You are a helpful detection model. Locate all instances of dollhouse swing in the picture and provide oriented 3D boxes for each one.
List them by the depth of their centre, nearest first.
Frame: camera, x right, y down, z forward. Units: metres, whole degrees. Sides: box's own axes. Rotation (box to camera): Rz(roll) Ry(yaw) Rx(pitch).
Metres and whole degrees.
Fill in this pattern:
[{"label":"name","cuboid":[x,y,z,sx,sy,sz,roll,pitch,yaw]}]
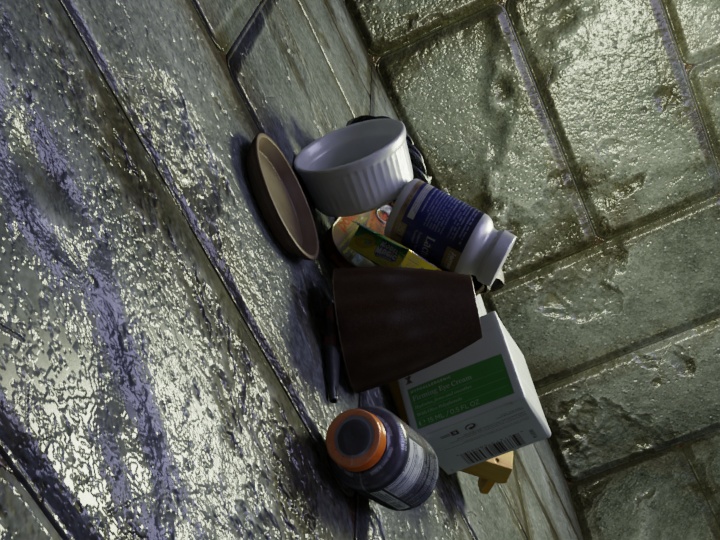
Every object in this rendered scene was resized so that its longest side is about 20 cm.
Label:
[{"label":"dollhouse swing","cuboid":[0.207,0.309,1.903,0.181,0.176,0.201,19,53,-17]}]

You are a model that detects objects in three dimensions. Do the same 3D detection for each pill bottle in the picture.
[{"label":"pill bottle","cuboid":[0.024,0.233,1.246,0.200,0.106,0.107,49,22,-59]},{"label":"pill bottle","cuboid":[0.149,-0.060,1.639,0.199,0.116,0.116,28,6,11]}]

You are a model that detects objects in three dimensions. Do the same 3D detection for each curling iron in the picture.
[{"label":"curling iron","cuboid":[-0.036,0.114,1.400,0.201,0.025,0.050,-95,162,-56]}]

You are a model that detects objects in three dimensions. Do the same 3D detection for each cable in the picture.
[{"label":"cable","cuboid":[0.057,-0.196,1.804,0.200,0.163,0.051,43,52,9]}]

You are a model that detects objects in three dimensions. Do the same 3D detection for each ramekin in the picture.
[{"label":"ramekin","cuboid":[-0.006,-0.173,1.691,0.201,0.199,0.098,-89,160,-64]}]

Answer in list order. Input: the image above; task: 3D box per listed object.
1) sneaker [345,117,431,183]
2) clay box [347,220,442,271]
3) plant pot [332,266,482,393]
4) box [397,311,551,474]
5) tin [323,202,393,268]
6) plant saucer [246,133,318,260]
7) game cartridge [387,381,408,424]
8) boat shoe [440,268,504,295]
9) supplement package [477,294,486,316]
[{"label":"sneaker","cuboid":[0.055,-0.220,1.891,0.200,0.080,0.071,50,-30,-5]},{"label":"clay box","cuboid":[0.066,-0.012,1.593,0.115,0.048,0.200,30,1,40]},{"label":"plant pot","cuboid":[0.075,0.072,1.461,0.187,0.198,0.188,-10,90,-85]},{"label":"box","cuboid":[0.187,0.210,1.671,0.200,0.198,0.172,52,19,-54]},{"label":"tin","cuboid":[0.008,-0.060,1.701,0.112,0.042,0.200,47,40,-5]},{"label":"plant saucer","cuboid":[-0.116,-0.104,1.450,0.200,0.029,0.201,-23,90,-80]},{"label":"game cartridge","cuboid":[0.101,0.251,1.763,0.201,0.032,0.176,67,11,6]},{"label":"boat shoe","cuboid":[0.195,0.015,1.766,0.199,0.074,0.074,19,49,-48]},{"label":"supplement package","cuboid":[0.123,0.055,1.844,0.200,0.147,0.192,44,21,-33]}]
